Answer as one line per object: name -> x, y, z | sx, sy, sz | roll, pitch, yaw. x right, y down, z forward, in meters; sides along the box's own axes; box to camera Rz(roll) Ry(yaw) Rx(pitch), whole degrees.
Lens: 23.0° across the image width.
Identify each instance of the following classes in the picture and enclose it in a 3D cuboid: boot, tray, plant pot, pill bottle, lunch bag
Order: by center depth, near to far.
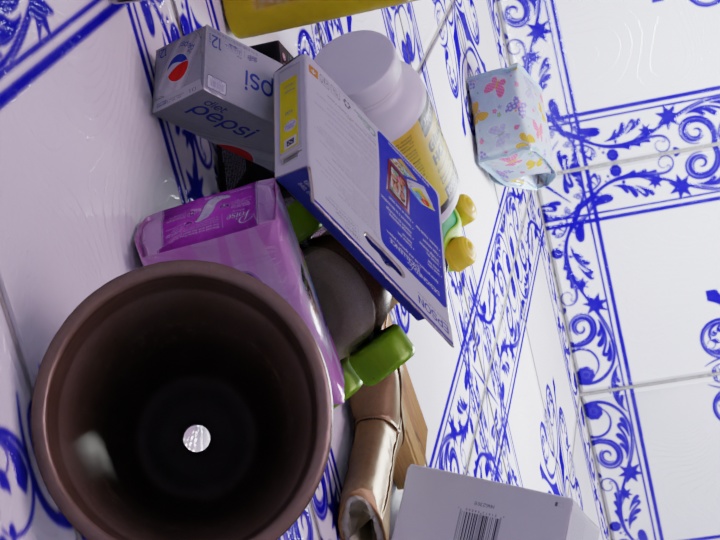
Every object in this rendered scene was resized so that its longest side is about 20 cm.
plant pot -> -0.118, 0.106, 1.216 | 0.175, 0.198, 0.203 | 108, -25, -80
pill bottle -> 0.021, -0.131, 1.710 | 0.201, 0.111, 0.113 | 64, 21, -48
boot -> 0.009, 0.181, 1.872 | 0.201, 0.065, 0.177 | -75, 152, -57
tray -> 0.037, 0.148, 2.068 | 0.099, 0.037, 0.201 | -81, 158, -52
lunch bag -> 0.269, -0.242, 3.093 | 0.200, 0.126, 0.172 | 27, 52, -61

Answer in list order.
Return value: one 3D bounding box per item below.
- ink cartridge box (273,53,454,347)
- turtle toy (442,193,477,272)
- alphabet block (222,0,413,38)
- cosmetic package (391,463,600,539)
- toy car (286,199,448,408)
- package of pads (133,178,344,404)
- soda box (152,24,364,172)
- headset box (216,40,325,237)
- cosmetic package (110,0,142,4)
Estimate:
ink cartridge box -> 0.002, -0.052, 1.467 | 0.198, 0.047, 0.201 | 46, 28, -33
turtle toy -> 0.059, -0.059, 2.124 | 0.101, 0.145, 0.201 | 43, 33, -32
alphabet block -> -0.037, -0.351, 1.778 | 0.200, 0.193, 0.199 | -40, 118, -73
cosmetic package -> 0.158, 0.320, 2.053 | 0.200, 0.197, 0.124 | 43, 59, -67
toy car -> 0.000, 0.000, 1.579 | 0.200, 0.157, 0.165 | -37, 92, -43
package of pads -> -0.095, 0.034, 1.428 | 0.076, 0.119, 0.201 | -97, 170, -55
soda box -> -0.085, -0.138, 1.530 | 0.199, 0.068, 0.064 | 24, 57, -43
headset box -> -0.074, -0.113, 1.708 | 0.200, 0.074, 0.150 | 42, 40, -68
cosmetic package -> -0.155, -0.314, 1.461 | 0.201, 0.102, 0.088 | -80, 158, -49
